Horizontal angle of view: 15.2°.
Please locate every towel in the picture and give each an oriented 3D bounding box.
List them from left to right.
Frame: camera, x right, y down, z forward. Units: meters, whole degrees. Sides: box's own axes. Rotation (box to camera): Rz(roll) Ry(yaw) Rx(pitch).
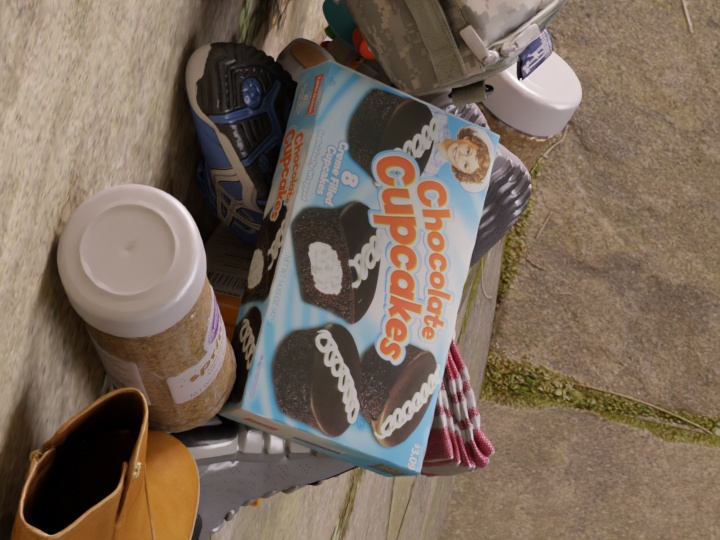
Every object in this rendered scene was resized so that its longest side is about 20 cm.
[{"bbox_3d":[0.031,0.021,1.584,0.146,0.030,0.201,157,-78,-78],"label":"towel"}]

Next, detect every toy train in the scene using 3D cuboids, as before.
[{"bbox_3d":[-0.005,-0.173,1.712,0.056,0.150,0.200,-42,177,20],"label":"toy train"}]

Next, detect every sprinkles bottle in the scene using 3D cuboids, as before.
[{"bbox_3d":[-0.103,0.022,1.329,0.200,0.068,0.069,83,21,-71],"label":"sprinkles bottle"},{"bbox_3d":[0.068,-0.060,1.777,0.200,0.068,0.068,-57,-174,34],"label":"sprinkles bottle"}]

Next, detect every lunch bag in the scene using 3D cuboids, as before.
[{"bbox_3d":[0.032,-0.203,1.477,0.201,0.139,0.168,61,24,-16],"label":"lunch bag"}]

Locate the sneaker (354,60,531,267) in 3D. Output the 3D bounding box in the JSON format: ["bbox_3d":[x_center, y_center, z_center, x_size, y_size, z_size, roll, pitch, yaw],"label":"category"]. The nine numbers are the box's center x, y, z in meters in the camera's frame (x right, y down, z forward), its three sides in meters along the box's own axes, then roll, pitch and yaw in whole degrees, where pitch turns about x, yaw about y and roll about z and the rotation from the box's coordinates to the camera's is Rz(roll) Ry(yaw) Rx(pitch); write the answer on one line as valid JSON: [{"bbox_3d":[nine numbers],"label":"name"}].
[{"bbox_3d":[0.049,-0.070,1.665,0.075,0.082,0.200,-43,151,-11],"label":"sneaker"}]

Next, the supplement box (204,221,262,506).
[{"bbox_3d":[-0.065,0.040,1.636,0.200,0.073,0.127,-61,162,-67],"label":"supplement box"}]

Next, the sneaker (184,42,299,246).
[{"bbox_3d":[-0.063,-0.059,1.521,0.200,0.077,0.076,60,43,-53],"label":"sneaker"}]

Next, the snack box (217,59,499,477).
[{"bbox_3d":[0.000,0.000,1.468,0.037,0.116,0.201,-13,-120,59],"label":"snack box"}]

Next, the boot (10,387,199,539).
[{"bbox_3d":[-0.117,0.105,1.298,0.201,0.071,0.144,-58,170,-49],"label":"boot"}]

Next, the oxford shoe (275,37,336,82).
[{"bbox_3d":[-0.030,-0.094,1.648,0.058,0.075,0.200,-46,171,-5],"label":"oxford shoe"}]

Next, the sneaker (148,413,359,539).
[{"bbox_3d":[-0.064,0.110,1.512,0.075,0.199,0.116,54,-50,37],"label":"sneaker"}]

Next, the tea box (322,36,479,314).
[{"bbox_3d":[0.028,-0.075,1.951,0.200,0.133,0.198,-63,164,-68],"label":"tea box"}]
